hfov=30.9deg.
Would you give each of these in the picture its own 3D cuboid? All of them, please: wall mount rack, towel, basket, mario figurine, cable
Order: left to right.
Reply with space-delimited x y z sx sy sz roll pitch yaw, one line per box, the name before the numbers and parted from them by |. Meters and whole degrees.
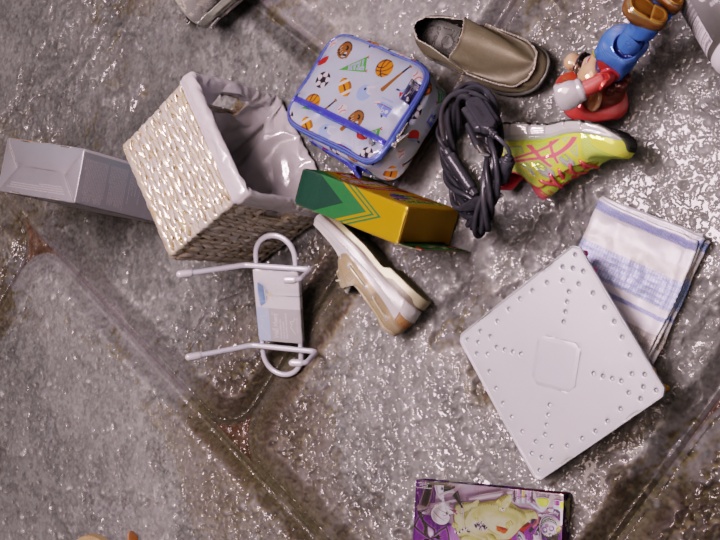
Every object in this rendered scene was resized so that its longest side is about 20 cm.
basket | -0.176 -0.125 1.729 0.160 0.197 0.201 -39 66 26
wall mount rack | -0.144 0.054 1.709 0.172 0.075 0.203 3 108 20
cable | 0.138 -0.137 1.580 0.201 0.050 0.165 -116 23 -54
mario figurine | 0.275 -0.251 1.482 0.201 0.122 0.107 121 138 -51
towel | 0.301 0.027 1.509 0.146 0.024 0.202 27 98 33

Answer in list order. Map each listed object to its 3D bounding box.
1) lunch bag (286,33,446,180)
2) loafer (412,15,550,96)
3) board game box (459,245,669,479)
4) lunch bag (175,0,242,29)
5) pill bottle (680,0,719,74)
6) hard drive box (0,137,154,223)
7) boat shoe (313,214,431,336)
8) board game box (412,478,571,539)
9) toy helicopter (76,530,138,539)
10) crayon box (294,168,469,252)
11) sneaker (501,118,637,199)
lunch bag | 0.006 -0.207 1.675 0.199 0.075 0.161 31 84 39
loafer | 0.142 -0.271 1.620 0.199 0.069 0.076 21 95 32
board game box | 0.234 0.108 1.518 0.200 0.026 0.201 -41 66 31
lunch bag | -0.190 -0.454 1.813 0.199 0.139 0.169 -32 67 25
pill bottle | 0.416 -0.286 1.425 0.113 0.113 0.202 -34 67 24
hard drive box | -0.385 -0.125 1.855 0.154 0.199 0.078 11 88 32
boat shoe | 0.000 0.000 1.671 0.069 0.075 0.200 -50 62 10
board game box | 0.154 0.318 1.560 0.198 0.032 0.122 -1 87 32
toy helicopter | -0.343 0.461 1.839 0.132 0.079 0.201 -39 76 12
crayon box | 0.033 -0.074 1.629 0.199 0.126 0.051 22 102 31
sneaker | 0.238 -0.129 1.543 0.199 0.078 0.092 2 84 43
